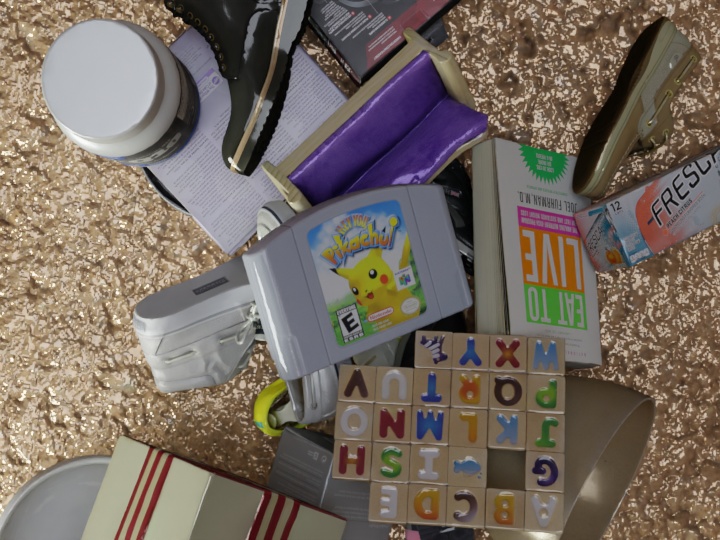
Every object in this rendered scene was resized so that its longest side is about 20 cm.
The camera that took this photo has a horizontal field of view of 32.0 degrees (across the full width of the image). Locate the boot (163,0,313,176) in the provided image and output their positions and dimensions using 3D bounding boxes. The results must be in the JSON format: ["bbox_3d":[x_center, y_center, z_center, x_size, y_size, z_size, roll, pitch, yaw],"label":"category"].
[{"bbox_3d":[-0.128,-0.199,1.136,0.136,0.077,0.203,17,84,0],"label":"boot"}]

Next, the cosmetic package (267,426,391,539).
[{"bbox_3d":[-0.040,0.262,1.181,0.106,0.090,0.203,18,91,-44],"label":"cosmetic package"}]

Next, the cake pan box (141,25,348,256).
[{"bbox_3d":[-0.123,-0.142,1.209,0.184,0.052,0.200,45,89,0],"label":"cake pan box"}]

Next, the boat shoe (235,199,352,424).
[{"bbox_3d":[-0.072,0.043,1.131,0.085,0.074,0.205,-20,98,-23],"label":"boat shoe"}]

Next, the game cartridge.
[{"bbox_3d":[0.000,0.000,1.104,0.198,0.040,0.135,-21,98,-24],"label":"game cartridge"}]

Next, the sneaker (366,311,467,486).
[{"bbox_3d":[0.082,0.115,1.160,0.075,0.105,0.202,43,55,-33],"label":"sneaker"}]

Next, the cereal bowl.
[{"bbox_3d":[-0.253,0.270,1.181,0.197,0.083,0.203,-1,92,-21],"label":"cereal bowl"}]

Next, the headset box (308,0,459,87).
[{"bbox_3d":[0.005,-0.287,1.198,0.148,0.077,0.201,-40,93,0],"label":"headset box"}]

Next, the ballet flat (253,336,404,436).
[{"bbox_3d":[-0.012,0.106,1.208,0.198,0.067,0.067,-27,93,-2],"label":"ballet flat"}]

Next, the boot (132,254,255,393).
[{"bbox_3d":[-0.117,0.048,1.211,0.198,0.074,0.097,-19,121,-14],"label":"boot"}]

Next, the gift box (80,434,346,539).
[{"bbox_3d":[-0.144,0.266,1.090,0.183,0.199,0.189,26,77,-33],"label":"gift box"}]

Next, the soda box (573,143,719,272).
[{"bbox_3d":[0.305,-0.067,1.193,0.198,0.068,0.064,-25,93,-19],"label":"soda box"}]

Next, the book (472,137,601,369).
[{"bbox_3d":[0.167,-0.013,1.179,0.132,0.048,0.203,7,75,-37],"label":"book"}]

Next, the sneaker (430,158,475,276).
[{"bbox_3d":[0.092,-0.059,1.209,0.198,0.076,0.088,32,84,-2],"label":"sneaker"}]

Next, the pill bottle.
[{"bbox_3d":[-0.205,-0.152,1.083,0.112,0.200,0.116,0,91,1],"label":"pill bottle"}]

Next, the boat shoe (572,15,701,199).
[{"bbox_3d":[0.269,-0.148,1.201,0.066,0.074,0.202,32,77,-9],"label":"boat shoe"}]

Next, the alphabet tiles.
[{"bbox_3d":[0.076,0.134,1.075,0.197,0.008,0.170,3,71,2],"label":"alphabet tiles"}]

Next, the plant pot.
[{"bbox_3d":[0.170,0.178,1.172,0.133,0.200,0.202,28,90,26],"label":"plant pot"}]

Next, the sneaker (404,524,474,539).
[{"bbox_3d":[0.076,0.263,1.210,0.069,0.082,0.203,-5,120,-8],"label":"sneaker"}]

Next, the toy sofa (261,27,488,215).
[{"bbox_3d":[0.017,-0.115,1.150,0.200,0.083,0.098,-43,53,-4],"label":"toy sofa"}]
